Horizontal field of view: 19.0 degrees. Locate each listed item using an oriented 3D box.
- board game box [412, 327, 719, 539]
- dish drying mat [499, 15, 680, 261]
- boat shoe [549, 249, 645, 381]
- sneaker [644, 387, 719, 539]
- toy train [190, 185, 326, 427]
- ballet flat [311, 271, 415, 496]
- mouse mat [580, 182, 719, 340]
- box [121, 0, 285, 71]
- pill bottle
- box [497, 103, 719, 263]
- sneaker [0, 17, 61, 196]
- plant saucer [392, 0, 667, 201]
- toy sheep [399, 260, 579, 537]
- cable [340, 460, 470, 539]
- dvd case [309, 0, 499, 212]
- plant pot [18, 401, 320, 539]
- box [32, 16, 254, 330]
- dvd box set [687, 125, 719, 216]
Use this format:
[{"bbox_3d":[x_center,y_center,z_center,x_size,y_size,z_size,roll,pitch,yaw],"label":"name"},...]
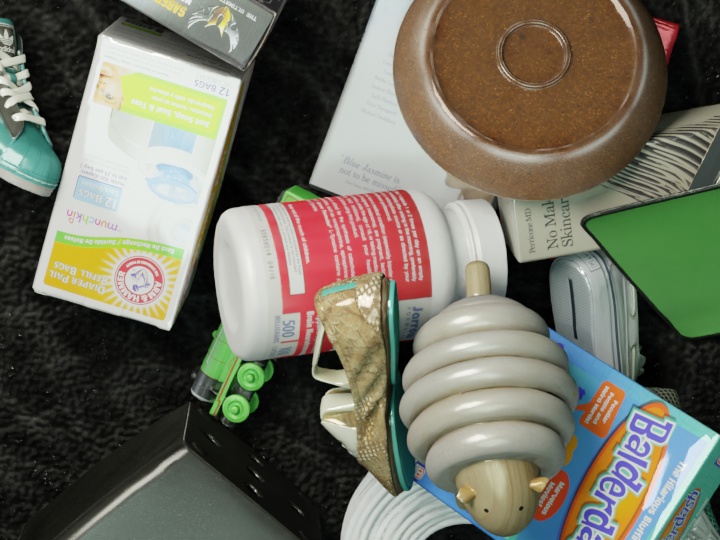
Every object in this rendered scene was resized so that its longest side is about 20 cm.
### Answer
[{"bbox_3d":[0.151,0.139,1.553,0.200,0.045,0.152,32,89,36],"label":"board game box"},{"bbox_3d":[0.170,-0.103,1.621,0.076,0.018,0.201,19,105,-4],"label":"dish drying mat"},{"bbox_3d":[0.188,0.071,1.638,0.067,0.073,0.201,-21,124,-31],"label":"boat shoe"},{"bbox_3d":[0.242,0.165,1.645,0.077,0.091,0.200,2,140,23],"label":"sneaker"},{"bbox_3d":[-0.074,0.027,1.657,0.056,0.042,0.201,27,104,6],"label":"toy train"},{"bbox_3d":[0.000,0.081,1.532,0.065,0.071,0.201,0,128,8],"label":"ballet flat"},{"bbox_3d":[0.269,-0.008,1.562,0.160,0.008,0.200,-13,147,27],"label":"mouse mat"},{"bbox_3d":[-0.150,-0.221,1.533,0.199,0.158,0.048,30,102,-6],"label":"box"},{"bbox_3d":[0.000,0.000,1.573,0.199,0.112,0.113,-7,105,-14],"label":"pill bottle"},{"bbox_3d":[0.202,-0.066,1.586,0.199,0.068,0.083,-11,109,-4],"label":"box"},{"bbox_3d":[-0.274,-0.141,1.572,0.080,0.071,0.200,-49,67,14],"label":"sneaker"},{"bbox_3d":[0.122,-0.149,1.543,0.199,0.035,0.201,0,72,0],"label":"plant saucer"},{"bbox_3d":[0.088,0.088,1.496,0.137,0.138,0.201,-13,64,6],"label":"toy sheep"},{"bbox_3d":[0.083,0.222,1.683,0.199,0.069,0.201,25,104,-4],"label":"cable"},{"bbox_3d":[0.061,-0.130,1.619,0.142,0.018,0.201,20,104,-2],"label":"dvd case"},{"bbox_3d":[-0.135,0.219,1.636,0.199,0.200,0.178,41,96,-7],"label":"plant pot"},{"bbox_3d":[-0.160,-0.072,1.601,0.112,0.101,0.201,17,105,-1],"label":"box"},{"bbox_3d":[0.345,-0.078,1.562,0.199,0.029,0.147,24,96,-30],"label":"dvd box set"}]
